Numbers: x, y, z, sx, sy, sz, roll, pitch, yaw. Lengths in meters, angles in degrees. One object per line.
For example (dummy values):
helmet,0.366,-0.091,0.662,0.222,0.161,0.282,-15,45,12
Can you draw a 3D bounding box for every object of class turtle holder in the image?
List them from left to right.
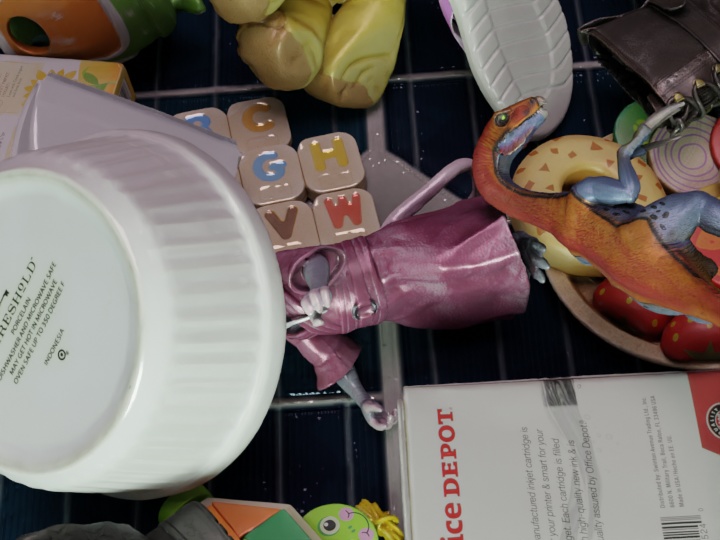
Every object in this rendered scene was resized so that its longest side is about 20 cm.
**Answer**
turtle holder,-0.203,-0.216,1.118,0.131,0.141,0.186,-32,63,0

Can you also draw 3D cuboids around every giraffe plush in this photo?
giraffe plush,-0.040,-0.224,1.118,0.200,0.173,0.162,-45,40,-15

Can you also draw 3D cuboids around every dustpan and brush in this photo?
dustpan and brush,-0.155,-0.001,0.980,0.139,0.057,0.201,19,62,-22

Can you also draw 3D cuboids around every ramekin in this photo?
ramekin,-0.145,0.025,0.870,0.202,0.203,0.094,34,19,26

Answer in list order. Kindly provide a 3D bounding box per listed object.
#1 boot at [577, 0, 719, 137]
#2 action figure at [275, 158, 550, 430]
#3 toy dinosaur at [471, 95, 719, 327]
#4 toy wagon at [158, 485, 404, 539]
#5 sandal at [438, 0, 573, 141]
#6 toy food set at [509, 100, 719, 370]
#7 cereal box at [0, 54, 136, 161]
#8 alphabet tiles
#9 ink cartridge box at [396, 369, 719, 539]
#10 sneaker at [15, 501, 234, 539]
boot,0.254,-0.135,1.024,0.174,0.069,0.200,-34,47,-12
action figure,0.000,0.000,0.943,0.199,0.134,0.149,-11,52,-9
toy dinosaur,0.136,-0.030,0.862,0.181,0.106,0.200,13,24,14
toy wagon,-0.062,0.179,0.869,0.200,0.040,0.155,-34,58,-20
sandal,0.079,-0.180,1.073,0.082,0.203,0.050,-32,14,-27
toy food set,0.205,-0.027,1.003,0.197,0.049,0.200,-26,55,-16
cereal box,-0.259,-0.075,1.062,0.199,0.040,0.144,6,59,13
alphabet tiles,-0.091,-0.033,1.048,0.199,0.015,0.196,-11,53,-4
ink cartridge box,0.122,0.136,0.862,0.199,0.083,0.147,-3,52,0
sneaker,-0.089,0.186,0.806,0.104,0.060,0.200,-29,51,-20
